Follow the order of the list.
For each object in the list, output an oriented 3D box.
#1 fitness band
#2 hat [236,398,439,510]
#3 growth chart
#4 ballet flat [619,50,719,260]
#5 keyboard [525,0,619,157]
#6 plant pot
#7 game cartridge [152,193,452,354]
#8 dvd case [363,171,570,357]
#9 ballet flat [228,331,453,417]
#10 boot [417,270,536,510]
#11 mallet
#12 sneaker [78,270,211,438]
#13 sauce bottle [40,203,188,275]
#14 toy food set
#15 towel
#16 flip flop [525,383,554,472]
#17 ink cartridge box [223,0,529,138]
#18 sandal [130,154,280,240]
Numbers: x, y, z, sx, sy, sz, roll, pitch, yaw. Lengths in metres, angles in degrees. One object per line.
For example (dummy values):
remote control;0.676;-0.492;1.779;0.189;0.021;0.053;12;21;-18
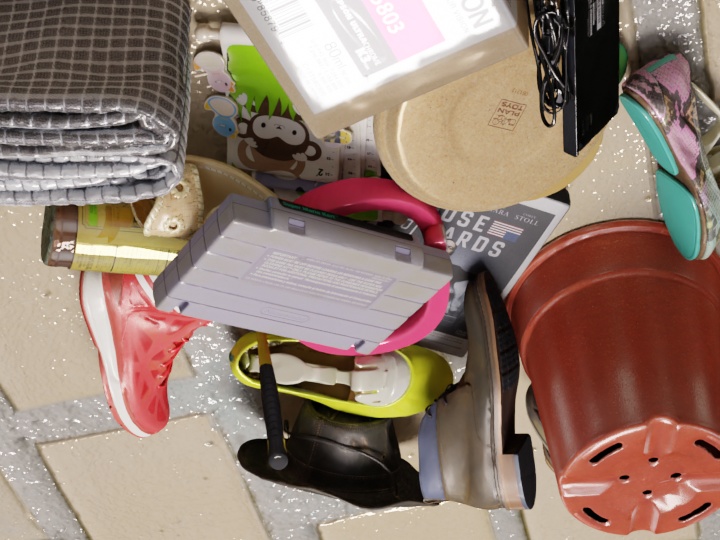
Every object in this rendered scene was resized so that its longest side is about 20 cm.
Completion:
fitness band;0.000;0.000;1.246;0.141;0.038;0.201;-5;143;0
hat;-0.011;0.151;1.399;0.198;0.201;0.082;11;96;-13
growth chart;-0.048;-0.109;1.184;0.143;0.018;0.201;0;136;13
ballet flat;0.259;-0.089;1.210;0.071;0.069;0.201;-35;132;-5
keyboard;0.143;-0.180;1.071;0.039;0.104;0.202;14;127;31
plant pot;0.228;0.099;1.296;0.198;0.197;0.202;-2;136;-2
game cartridge;-0.042;0.004;1.180;0.198;0.039;0.130;14;136;-32
dvd case;0.063;-0.014;1.296;0.149;0.025;0.201;16;133;-18
ballet flat;-0.019;0.090;1.341;0.197;0.068;0.067;8;179;4
boot;0.085;0.105;1.302;0.096;0.075;0.203;-8;94;20
mallet;-0.078;0.067;1.248;0.041;0.201;0.066;-10;130;-2
sneaker;-0.163;0.066;1.328;0.114;0.079;0.201;-7;137;6
sauce bottle;-0.153;-0.027;1.241;0.197;0.065;0.065;4;136;-21
toy food set;0.103;-0.129;1.151;0.197;0.049;0.200;-3;130;-16
towel;-0.216;-0.129;1.067;0.197;0.167;0.086;0;132;-4
flip flop;0.206;0.172;1.464;0.057;0.082;0.200;-15;142;32
ink cartridge box;-0.004;-0.201;0.996;0.163;0.076;0.201;-21;131;18
sandal;-0.155;-0.053;1.157;0.210;0.070;0.078;30;131;2
